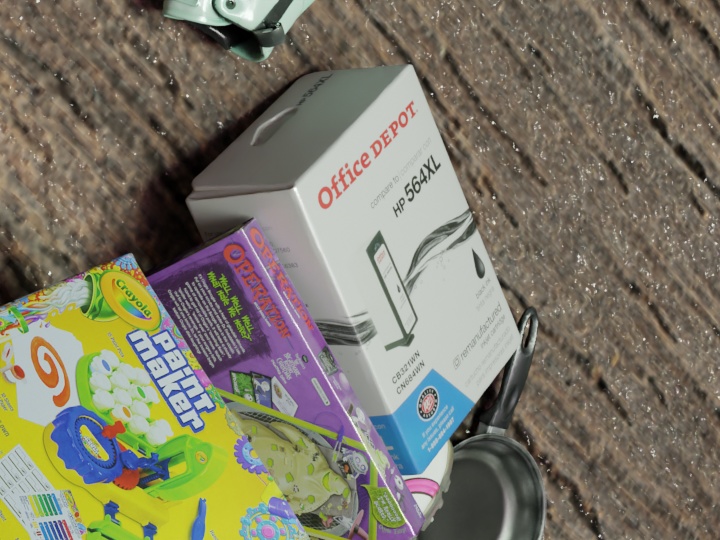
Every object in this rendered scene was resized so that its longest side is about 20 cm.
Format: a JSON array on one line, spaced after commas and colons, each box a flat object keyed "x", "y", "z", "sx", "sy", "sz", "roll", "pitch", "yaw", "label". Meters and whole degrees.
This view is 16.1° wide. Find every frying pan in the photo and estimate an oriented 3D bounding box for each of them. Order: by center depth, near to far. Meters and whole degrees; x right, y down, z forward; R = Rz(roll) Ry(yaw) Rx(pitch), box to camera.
[{"x": 0.071, "y": 0.125, "z": 1.640, "sx": 0.115, "sy": 0.031, "sz": 0.190, "roll": -14, "pitch": 104, "yaw": -37, "label": "frying pan"}]

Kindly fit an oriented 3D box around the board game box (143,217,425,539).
[{"x": -0.062, "y": 0.083, "z": 1.432, "sx": 0.200, "sy": 0.120, "sz": 0.032, "roll": 61, "pitch": 26, "yaw": -9, "label": "board game box"}]

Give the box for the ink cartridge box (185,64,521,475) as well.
[{"x": 0.000, "y": 0.000, "z": 1.494, "sx": 0.146, "sy": 0.084, "sz": 0.200, "roll": -49, "pitch": 126, "yaw": -43, "label": "ink cartridge box"}]

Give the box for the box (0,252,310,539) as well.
[{"x": -0.162, "y": 0.129, "z": 1.325, "sx": 0.193, "sy": 0.122, "sz": 0.200, "roll": -24, "pitch": 74, "yaw": -34, "label": "box"}]

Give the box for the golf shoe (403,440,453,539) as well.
[{"x": -0.019, "y": 0.141, "z": 1.535, "sx": 0.200, "sy": 0.073, "sz": 0.092, "roll": -41, "pitch": 125, "yaw": -31, "label": "golf shoe"}]

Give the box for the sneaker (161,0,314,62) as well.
[{"x": -0.083, "y": -0.204, "z": 1.412, "sx": 0.200, "sy": 0.074, "sz": 0.118, "roll": 50, "pitch": 61, "yaw": -37, "label": "sneaker"}]
